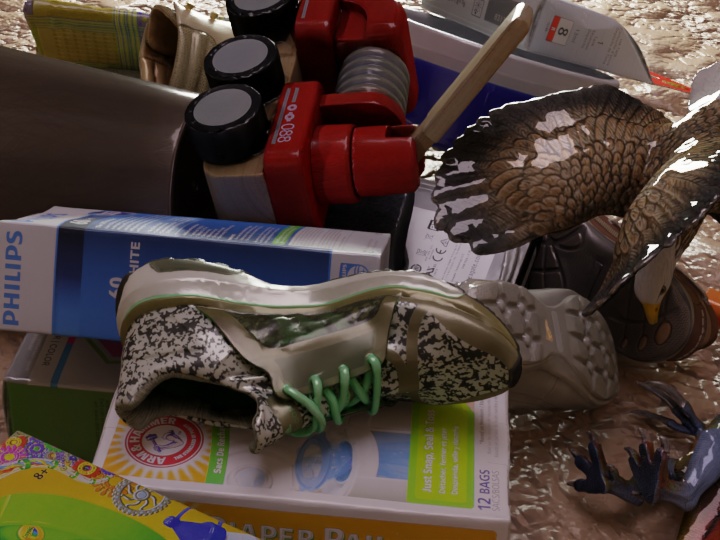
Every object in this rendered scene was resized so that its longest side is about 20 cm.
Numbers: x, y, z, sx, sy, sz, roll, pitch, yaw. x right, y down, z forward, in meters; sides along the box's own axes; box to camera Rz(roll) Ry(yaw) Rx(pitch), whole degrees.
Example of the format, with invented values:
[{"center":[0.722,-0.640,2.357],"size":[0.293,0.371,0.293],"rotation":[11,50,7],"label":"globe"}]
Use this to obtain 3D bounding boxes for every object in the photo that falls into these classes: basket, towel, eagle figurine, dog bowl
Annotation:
[{"center":[-0.187,-0.061,0.846],"size":[0.197,0.136,0.183],"rotation":[5,68,15],"label":"basket"},{"center":[-0.170,-0.179,1.083],"size":[0.197,0.144,0.023],"rotation":[3,74,-5],"label":"towel"},{"center":[0.161,-0.043,0.758],"size":[0.198,0.151,0.153],"rotation":[4,61,-43],"label":"eagle figurine"},{"center":[0.091,-0.137,1.021],"size":[0.197,0.080,0.200],"rotation":[16,15,-4],"label":"dog bowl"}]

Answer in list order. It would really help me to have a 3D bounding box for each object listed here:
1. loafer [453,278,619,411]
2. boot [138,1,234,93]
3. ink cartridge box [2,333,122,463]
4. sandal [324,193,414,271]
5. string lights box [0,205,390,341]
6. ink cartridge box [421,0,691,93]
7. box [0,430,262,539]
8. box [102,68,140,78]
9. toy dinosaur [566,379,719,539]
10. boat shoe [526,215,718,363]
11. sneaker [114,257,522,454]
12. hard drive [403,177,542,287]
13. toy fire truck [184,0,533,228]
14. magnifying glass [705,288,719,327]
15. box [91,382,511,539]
[{"center":[0.088,0.045,0.766],"size":[0.069,0.071,0.199],"rotation":[-17,-22,32],"label":"loafer"},{"center":[-0.079,-0.171,0.974],"size":[0.154,0.073,0.203],"rotation":[19,65,-28],"label":"boot"},{"center":[-0.095,0.063,0.777],"size":[0.197,0.060,0.104],"rotation":[5,33,2],"label":"ink cartridge box"},{"center":[-0.001,0.000,0.821],"size":[0.075,0.043,0.203],"rotation":[-9,55,13],"label":"sandal"},{"center":[-0.085,0.004,0.721],"size":[0.197,0.060,0.103],"rotation":[5,8,4],"label":"string lights box"},{"center":[0.170,-0.195,1.072],"size":[0.197,0.051,0.162],"rotation":[5,19,-31],"label":"ink cartridge box"},{"center":[-0.121,0.195,0.521],"size":[0.190,0.124,0.200],"rotation":[18,36,22],"label":"box"},{"center":[-0.141,-0.090,1.022],"size":[0.153,0.042,0.201],"rotation":[4,35,-1],"label":"box"},{"center":[0.209,0.107,0.765],"size":[0.179,0.105,0.203],"rotation":[0,69,-29],"label":"toy dinosaur"},{"center":[0.159,0.001,0.899],"size":[0.071,0.076,0.200],"rotation":[10,26,-41],"label":"boat shoe"},{"center":[-0.025,0.053,0.618],"size":[0.197,0.078,0.089],"rotation":[2,44,7],"label":"sneaker"},{"center":[0.006,-0.004,0.869],"size":[0.197,0.038,0.141],"rotation":[15,56,17],"label":"hard drive"},{"center":[0.009,-0.112,0.798],"size":[0.197,0.130,0.177],"rotation":[-1,43,12],"label":"toy fire truck"},{"center":[0.311,0.059,0.863],"size":[0.198,0.023,0.079],"rotation":[24,38,29],"label":"magnifying glass"},{"center":[-0.029,0.116,0.666],"size":[0.197,0.103,0.113],"rotation":[5,33,2],"label":"box"}]
